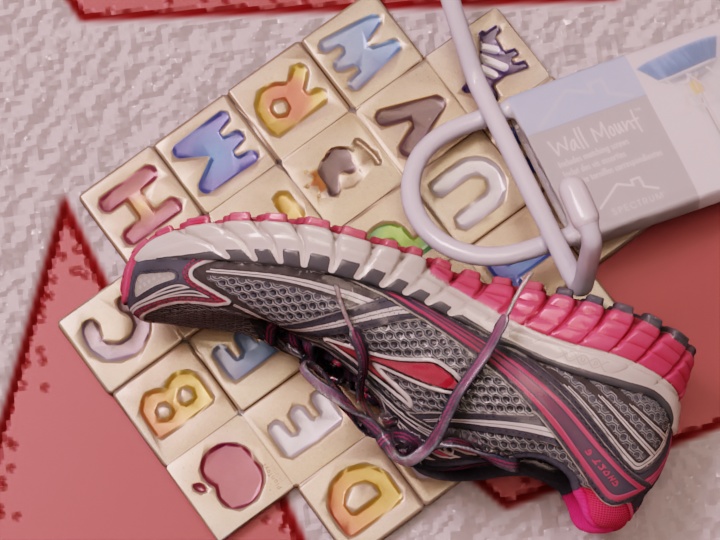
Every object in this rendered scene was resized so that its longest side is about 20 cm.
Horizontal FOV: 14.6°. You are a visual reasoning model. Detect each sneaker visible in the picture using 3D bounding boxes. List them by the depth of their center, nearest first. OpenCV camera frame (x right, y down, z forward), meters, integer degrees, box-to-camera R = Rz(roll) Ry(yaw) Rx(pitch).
[{"bbox_3d":[0.013,0.031,0.970,0.200,0.081,0.075,16,81,2],"label":"sneaker"}]

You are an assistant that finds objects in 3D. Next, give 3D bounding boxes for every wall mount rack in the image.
[{"bbox_3d":[0.099,-0.088,1.002,0.200,0.075,0.174,-20,63,-10],"label":"wall mount rack"}]

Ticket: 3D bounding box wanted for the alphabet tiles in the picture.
[{"bbox_3d":[0.000,0.000,1.020,0.200,0.006,0.166,-36,81,-7],"label":"alphabet tiles"}]
